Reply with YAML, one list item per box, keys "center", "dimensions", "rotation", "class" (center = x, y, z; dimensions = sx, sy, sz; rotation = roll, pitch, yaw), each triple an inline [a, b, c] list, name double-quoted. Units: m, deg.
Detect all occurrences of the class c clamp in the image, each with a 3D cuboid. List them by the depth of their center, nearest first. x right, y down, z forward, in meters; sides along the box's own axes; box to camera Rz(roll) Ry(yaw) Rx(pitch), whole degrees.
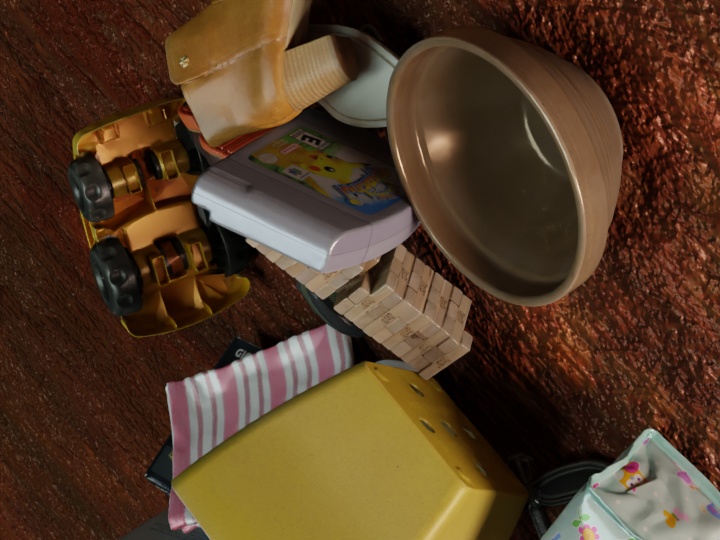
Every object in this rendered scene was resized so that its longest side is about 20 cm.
- center: [0.176, 0.227, 1.732]
  dimensions: [0.171, 0.027, 0.201]
  rotation: [-28, 88, 41]
  class: "c clamp"

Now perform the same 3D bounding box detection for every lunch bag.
- center: [0.222, 0.250, 1.608]
  dimensions: [0.200, 0.122, 0.171]
  rotation: [44, 132, 13]
  class: "lunch bag"

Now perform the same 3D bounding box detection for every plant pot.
- center: [0.115, -0.084, 1.521]
  dimensions: [0.201, 0.093, 0.202]
  rotation: [35, 141, 36]
  class: "plant pot"
- center: [0.010, 0.182, 1.713]
  dimensions: [0.176, 0.200, 0.200]
  rotation: [-47, 66, 13]
  class: "plant pot"

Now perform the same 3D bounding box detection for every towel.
- center: [-0.089, 0.136, 1.914]
  dimensions: [0.199, 0.030, 0.147]
  rotation: [-22, 56, 29]
  class: "towel"

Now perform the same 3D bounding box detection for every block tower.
- center: [0.000, 0.000, 1.713]
  dimensions: [0.200, 0.058, 0.054]
  rotation: [39, 130, -18]
  class: "block tower"

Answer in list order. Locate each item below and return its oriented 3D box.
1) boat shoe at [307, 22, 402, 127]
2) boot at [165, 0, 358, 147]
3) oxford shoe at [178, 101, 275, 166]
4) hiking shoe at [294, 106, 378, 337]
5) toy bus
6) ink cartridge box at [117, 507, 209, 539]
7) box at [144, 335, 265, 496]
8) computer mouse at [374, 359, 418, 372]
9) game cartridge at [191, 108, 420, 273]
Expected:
- center: [-0.017, -0.153, 1.682]
  dimensions: [0.199, 0.062, 0.075]
  rotation: [14, 102, 41]
  class: "boat shoe"
- center: [-0.088, -0.205, 1.649]
  dimensions: [0.144, 0.071, 0.202]
  rotation: [-18, 77, 25]
  class: "boot"
- center: [-0.095, -0.103, 1.822]
  dimensions: [0.073, 0.071, 0.200]
  rotation: [65, 174, -21]
  class: "oxford shoe"
- center: [-0.006, -0.028, 1.766]
  dimensions: [0.101, 0.076, 0.201]
  rotation: [23, 133, 51]
  class: "hiking shoe"
- center: [-0.202, -0.063, 2.001]
  dimensions: [0.192, 0.135, 0.201]
  rotation: [32, 140, 64]
  class: "toy bus"
- center: [-0.103, 0.282, 2.050]
  dimensions: [0.144, 0.200, 0.146]
  rotation: [8, 122, 53]
  class: "ink cartridge box"
- center: [-0.085, 0.160, 1.965]
  dimensions: [0.200, 0.159, 0.046]
  rotation: [22, 165, 48]
  class: "box"
- center: [0.043, 0.153, 1.869]
  dimensions: [0.109, 0.044, 0.201]
  rotation: [12, 124, 20]
  class: "computer mouse"
- center: [-0.022, -0.060, 1.612]
  dimensions: [0.133, 0.200, 0.041]
  rotation: [28, 118, 13]
  class: "game cartridge"
